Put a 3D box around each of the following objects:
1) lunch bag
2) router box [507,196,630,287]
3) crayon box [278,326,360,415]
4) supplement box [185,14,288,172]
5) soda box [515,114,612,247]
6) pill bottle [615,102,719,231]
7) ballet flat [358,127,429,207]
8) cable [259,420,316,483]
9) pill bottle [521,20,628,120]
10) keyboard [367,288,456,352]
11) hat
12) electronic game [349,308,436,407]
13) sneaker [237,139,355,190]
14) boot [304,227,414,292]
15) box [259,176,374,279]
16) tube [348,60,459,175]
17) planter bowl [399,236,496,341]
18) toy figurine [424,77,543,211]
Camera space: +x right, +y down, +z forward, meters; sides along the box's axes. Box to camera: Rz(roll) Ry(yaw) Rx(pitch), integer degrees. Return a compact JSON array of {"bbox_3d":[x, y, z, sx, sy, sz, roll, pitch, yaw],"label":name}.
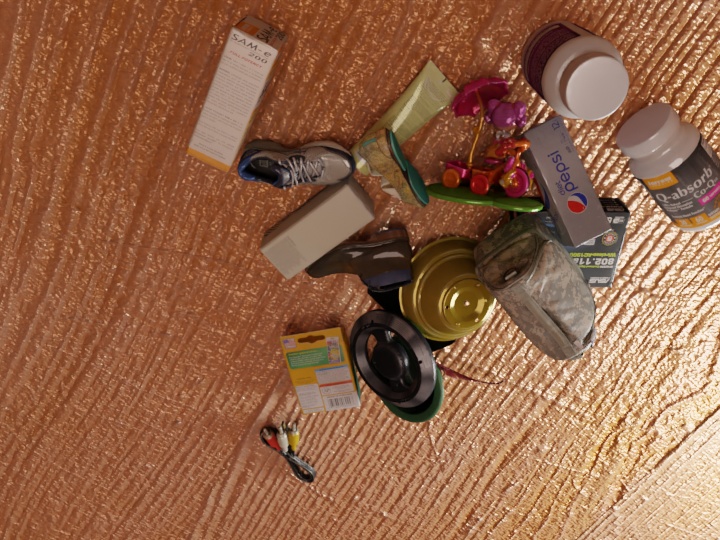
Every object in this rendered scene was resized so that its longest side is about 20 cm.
[{"bbox_3d":[0.289,0.034,1.008,0.139,0.168,0.200,-34,114,25],"label":"lunch bag"},{"bbox_3d":[0.357,-0.049,1.098,0.197,0.062,0.151,0,121,0],"label":"router box"},{"bbox_3d":[-0.078,0.190,1.241,0.124,0.052,0.202,-9,120,5],"label":"crayon box"},{"bbox_3d":[-0.185,-0.268,0.939,0.073,0.126,0.201,24,118,-12],"label":"supplement box"},{"bbox_3d":[0.325,-0.141,1.000,0.068,0.063,0.202,-26,94,3],"label":"soda box"},{"bbox_3d":[0.510,-0.166,1.000,0.200,0.117,0.116,40,113,-20],"label":"pill bottle"},{"bbox_3d":[0.053,-0.159,1.006,0.070,0.071,0.200,-25,149,13],"label":"ballet flat"},{"bbox_3d":[-0.162,0.408,1.365,0.096,0.050,0.202,-9,118,9],"label":"cable"},{"bbox_3d":[0.305,-0.283,0.885,0.111,0.201,0.113,0,120,0],"label":"pill bottle"},{"bbox_3d":[0.113,0.074,1.194,0.104,0.040,0.200,-27,120,41],"label":"keyboard"},{"bbox_3d":[0.143,0.206,1.268,0.166,0.175,0.201,-43,75,37],"label":"hat"},{"bbox_3d":[0.059,0.168,1.181,0.199,0.041,0.202,20,122,35],"label":"electronic game"},{"bbox_3d":[-0.107,-0.162,1.005,0.198,0.085,0.078,2,121,12],"label":"sneaker"},{"bbox_3d":[0.000,0.000,1.097,0.198,0.098,0.075,-19,161,10],"label":"boot"},{"bbox_3d":[-0.075,-0.077,1.080,0.199,0.069,0.082,-33,115,17],"label":"box"},{"bbox_3d":[0.065,-0.239,1.003,0.200,0.058,0.052,-42,69,18],"label":"tube"},{"bbox_3d":[0.175,0.047,1.107,0.198,0.083,0.203,-4,107,-13],"label":"planter bowl"},{"bbox_3d":[0.202,-0.202,0.961,0.149,0.199,0.186,-14,116,-44],"label":"toy figurine"}]
